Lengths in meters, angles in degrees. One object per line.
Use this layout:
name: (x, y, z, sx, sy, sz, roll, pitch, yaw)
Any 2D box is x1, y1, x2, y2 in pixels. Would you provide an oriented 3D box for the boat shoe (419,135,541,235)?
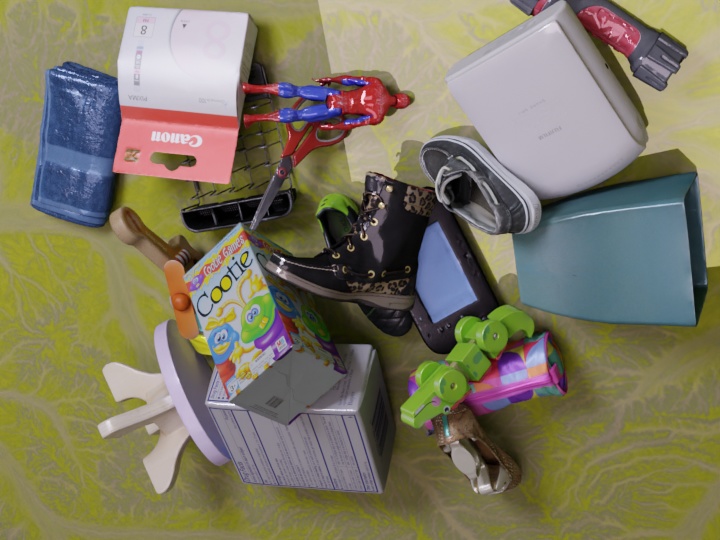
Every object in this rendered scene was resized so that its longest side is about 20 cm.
boat shoe: (0.120, -0.101, 1.245, 0.200, 0.070, 0.073, 38, 129, 47)

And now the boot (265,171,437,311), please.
boot: (-0.004, -0.040, 1.263, 0.199, 0.073, 0.152, 13, 99, -28)

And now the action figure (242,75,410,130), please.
action figure: (-0.039, -0.201, 1.305, 0.198, 0.052, 0.066, -1, 88, -1)

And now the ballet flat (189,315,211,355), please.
ballet flat: (-0.137, 0.101, 1.438, 0.198, 0.067, 0.067, 12, 130, 14)

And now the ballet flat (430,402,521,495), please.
ballet flat: (0.142, 0.238, 1.347, 0.070, 0.066, 0.200, -22, 131, 24)

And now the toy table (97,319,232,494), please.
toy table: (-0.255, 0.181, 1.437, 0.116, 0.184, 0.201, -29, 66, 10)

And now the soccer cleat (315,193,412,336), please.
soccer cleat: (0.000, 0.000, 1.354, 0.067, 0.081, 0.201, -26, 98, 20)

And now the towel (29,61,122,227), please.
towel: (-0.366, -0.161, 1.423, 0.111, 0.049, 0.202, 18, 110, 9)

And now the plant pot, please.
plant pot: (0.283, -0.022, 1.247, 0.198, 0.141, 0.143, -3, 105, 25)

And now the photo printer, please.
photo printer: (0.213, -0.177, 1.223, 0.166, 0.070, 0.200, -24, 113, 36)

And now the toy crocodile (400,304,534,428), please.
toy crocodile: (0.124, 0.112, 1.290, 0.200, 0.067, 0.062, -46, 109, -18)

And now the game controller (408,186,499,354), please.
game controller: (0.091, 0.001, 1.341, 0.104, 0.042, 0.201, -29, 97, -6)

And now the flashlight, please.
flashlight: (0.263, -0.271, 1.210, 0.199, 0.068, 0.068, 36, 109, 4)

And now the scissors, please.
scissors: (-0.095, -0.133, 1.328, 0.073, 0.014, 0.200, 43, 82, -9)

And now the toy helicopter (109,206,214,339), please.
toy helicopter: (-0.237, -0.003, 1.358, 0.079, 0.133, 0.200, -30, 130, 21)

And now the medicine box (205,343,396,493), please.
medicine box: (-0.071, 0.185, 1.376, 0.198, 0.103, 0.183, 2, 138, 15)

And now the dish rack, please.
dish rack: (-0.167, -0.158, 1.367, 0.152, 0.055, 0.202, -9, 103, 16)

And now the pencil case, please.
pencil case: (0.155, 0.140, 1.353, 0.199, 0.088, 0.089, -21, 100, 19)

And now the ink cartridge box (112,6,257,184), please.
ink cartridge box: (-0.219, -0.216, 1.322, 0.161, 0.057, 0.202, 7, 76, 14)

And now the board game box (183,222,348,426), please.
board game box: (-0.113, 0.061, 1.273, 0.103, 0.105, 0.201, -41, 49, 16)
